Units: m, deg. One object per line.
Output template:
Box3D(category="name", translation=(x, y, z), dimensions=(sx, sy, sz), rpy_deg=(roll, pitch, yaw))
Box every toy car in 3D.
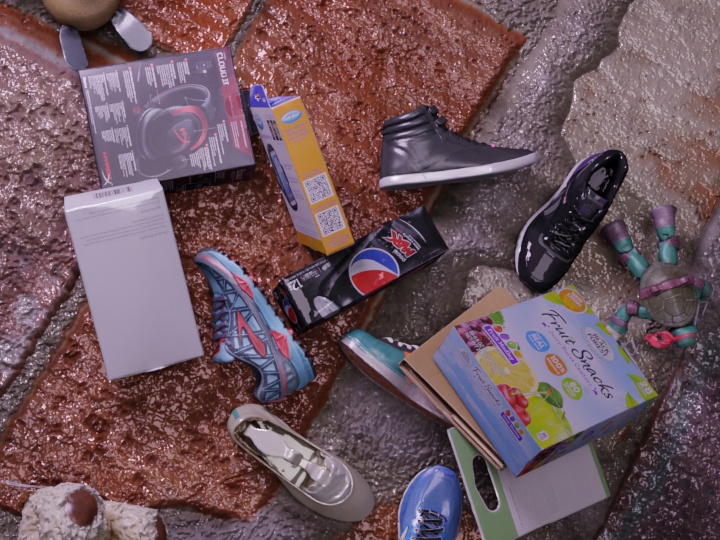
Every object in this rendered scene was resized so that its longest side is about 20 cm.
Box3D(category="toy car", translation=(-0.325, -0.338, 1.325), dimensions=(0.164, 0.158, 0.200), rpy_deg=(-22, 96, -22))

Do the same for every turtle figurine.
Box3D(category="turtle figurine", translation=(0.371, 0.027, 1.398), dimensions=(0.149, 0.101, 0.200), rpy_deg=(-13, 77, -11))

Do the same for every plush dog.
Box3D(category="plush dog", translation=(-0.319, 0.323, 1.213), dimensions=(0.160, 0.200, 0.172), rpy_deg=(-1, 68, 24))

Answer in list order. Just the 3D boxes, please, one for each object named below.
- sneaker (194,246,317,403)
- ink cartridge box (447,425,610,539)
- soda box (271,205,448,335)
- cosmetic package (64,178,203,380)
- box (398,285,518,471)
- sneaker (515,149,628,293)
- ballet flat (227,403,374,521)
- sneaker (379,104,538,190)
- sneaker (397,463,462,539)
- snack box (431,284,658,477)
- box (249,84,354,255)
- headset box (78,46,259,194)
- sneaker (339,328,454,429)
Box3D(category="sneaker", translation=(-0.139, 0.065, 1.314), dimensions=(0.095, 0.079, 0.200), rpy_deg=(-36, 88, -11))
Box3D(category="ink cartridge box", translation=(0.186, 0.226, 1.322), dimensions=(0.200, 0.048, 0.146), rpy_deg=(-15, 83, -32))
Box3D(category="soda box", translation=(0.000, 0.000, 1.341), dimensions=(0.200, 0.071, 0.063), rpy_deg=(-28, 84, -19))
Box3D(category="cosmetic package", translation=(-0.252, 0.009, 1.271), dimensions=(0.113, 0.081, 0.200), rpy_deg=(-13, 107, -12))
Box3D(category="box", translation=(0.161, 0.117, 1.319), dimensions=(0.163, 0.021, 0.200), rpy_deg=(45, 47, 13))
Box3D(category="sneaker", translation=(0.258, -0.067, 1.395), dimensions=(0.076, 0.088, 0.200), rpy_deg=(32, 78, -3))
Box3D(category="ballet flat", translation=(-0.067, 0.223, 1.306), dimensions=(0.200, 0.069, 0.070), rpy_deg=(34, 77, -3))
Box3D(category="sneaker", translation=(0.116, -0.158, 1.395), dimensions=(0.200, 0.071, 0.099), rpy_deg=(-7, 87, -6))
Box3D(category="sneaker", translation=(0.076, 0.320, 1.301), dimensions=(0.078, 0.089, 0.200), rpy_deg=(17, 78, -7))
Box3D(category="snack box", translation=(0.208, 0.118, 1.280), dimensions=(0.200, 0.068, 0.169), rpy_deg=(-16, 61, -38))
Box3D(category="box", translation=(-0.072, -0.121, 1.306), dimensions=(0.041, 0.119, 0.200), rpy_deg=(-22, 104, -13))
Box3D(category="headset box", translation=(-0.216, -0.171, 1.342), dimensions=(0.200, 0.075, 0.149), rpy_deg=(-12, 83, -11))
Box3D(category="sneaker", translation=(0.070, 0.116, 1.347), dimensions=(0.200, 0.071, 0.080), rpy_deg=(35, 76, -11))
